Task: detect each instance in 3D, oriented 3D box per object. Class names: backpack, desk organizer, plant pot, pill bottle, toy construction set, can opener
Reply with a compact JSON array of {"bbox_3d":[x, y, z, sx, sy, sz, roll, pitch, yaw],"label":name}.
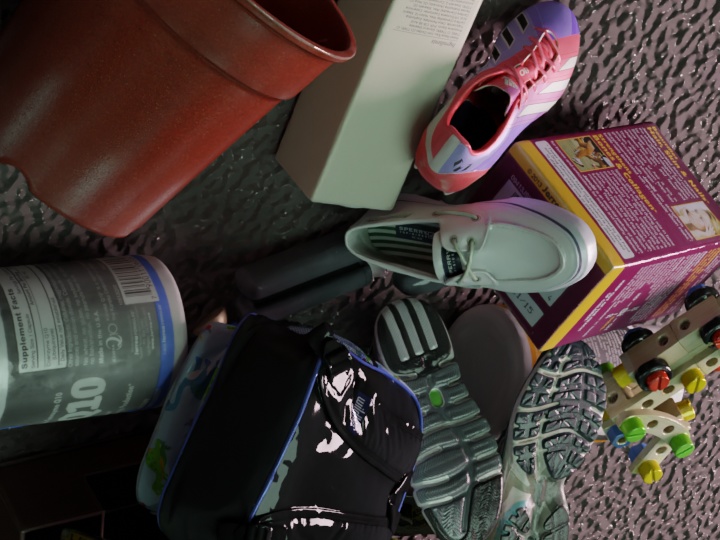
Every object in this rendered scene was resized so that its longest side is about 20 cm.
[{"bbox_3d":[-0.052,0.130,1.458,0.200,0.146,0.184,29,82,-57],"label":"backpack"},{"bbox_3d":[-0.188,0.181,1.583,0.199,0.077,0.072,-12,129,-26],"label":"desk organizer"},{"bbox_3d":[-0.140,-0.140,1.301,0.195,0.201,0.200,-45,136,16],"label":"plant pot"},{"bbox_3d":[0.174,0.090,1.727,0.199,0.116,0.117,5,120,-35],"label":"pill bottle"},{"bbox_3d":[0.271,0.076,1.635,0.200,0.092,0.131,-45,135,3],"label":"toy construction set"},{"bbox_3d":[-0.233,0.052,1.428,0.199,0.114,0.114,-6,126,-30],"label":"pill bottle"},{"bbox_3d":[0.000,0.000,1.575,0.199,0.067,0.054,-21,132,-28],"label":"can opener"}]

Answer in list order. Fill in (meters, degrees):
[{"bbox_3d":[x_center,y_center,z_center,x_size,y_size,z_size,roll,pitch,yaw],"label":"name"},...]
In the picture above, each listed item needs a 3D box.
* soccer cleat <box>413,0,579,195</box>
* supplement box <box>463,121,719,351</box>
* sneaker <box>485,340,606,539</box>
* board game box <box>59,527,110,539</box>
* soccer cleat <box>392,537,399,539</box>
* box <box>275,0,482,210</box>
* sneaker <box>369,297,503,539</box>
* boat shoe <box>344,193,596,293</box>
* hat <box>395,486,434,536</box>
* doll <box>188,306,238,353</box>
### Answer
[{"bbox_3d":[0.111,-0.136,1.496,0.200,0.067,0.077,-49,179,-29],"label":"soccer cleat"},{"bbox_3d":[0.186,-0.031,1.586,0.199,0.131,0.103,-10,147,-48],"label":"supplement box"},{"bbox_3d":[0.131,0.143,1.612,0.077,0.086,0.202,10,101,-25],"label":"sneaker"},{"bbox_3d":[-0.114,0.243,1.466,0.199,0.165,0.057,18,83,-18],"label":"board game box"},{"bbox_3d":[-0.056,0.266,1.670,0.199,0.065,0.084,-12,97,-15],"label":"soccer cleat"},{"bbox_3d":[0.015,-0.147,1.473,0.082,0.068,0.201,6,119,-37],"label":"box"},{"bbox_3d":[0.055,0.123,1.615,0.074,0.115,0.202,-14,87,-13],"label":"sneaker"},{"bbox_3d":[0.077,-0.012,1.496,0.067,0.199,0.074,-31,117,-45],"label":"boat shoe"},{"bbox_3d":[0.005,0.168,1.687,0.200,0.200,0.082,22,70,-42],"label":"hat"},{"bbox_3d":[-0.079,0.132,1.565,0.136,0.048,0.200,-37,98,-3],"label":"doll"}]
